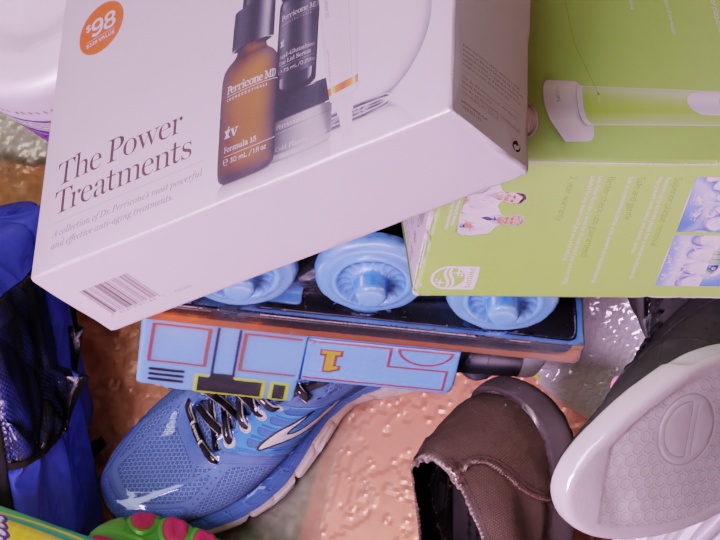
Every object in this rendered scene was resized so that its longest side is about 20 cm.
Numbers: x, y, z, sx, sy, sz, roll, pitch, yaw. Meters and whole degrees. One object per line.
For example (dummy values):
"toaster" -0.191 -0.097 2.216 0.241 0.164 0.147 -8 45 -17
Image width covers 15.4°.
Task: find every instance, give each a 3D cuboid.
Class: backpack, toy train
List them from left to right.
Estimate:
"backpack" -0.193 0.074 1.215 0.162 0.168 0.201 -1 107 24
"toy train" 0.000 0.000 1.092 0.199 0.114 0.087 5 52 -6

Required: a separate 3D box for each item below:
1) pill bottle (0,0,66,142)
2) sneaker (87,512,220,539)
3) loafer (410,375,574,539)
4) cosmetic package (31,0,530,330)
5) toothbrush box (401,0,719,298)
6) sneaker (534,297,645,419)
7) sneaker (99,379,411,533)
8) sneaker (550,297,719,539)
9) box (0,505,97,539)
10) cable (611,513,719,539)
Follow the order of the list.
"pill bottle" -0.101 -0.097 1.203 0.111 0.200 0.112 -8 70 22
"sneaker" -0.043 0.183 1.173 0.200 0.077 0.084 32 126 20
"loafer" 0.045 0.144 1.094 0.073 0.071 0.201 14 115 47
"cosmetic package" -0.030 -0.079 0.991 0.200 0.052 0.151 -21 50 33
"toothbrush box" 0.114 -0.070 1.038 0.199 0.086 0.146 -1 52 -10
"sneaker" 0.080 -0.029 1.181 0.076 0.105 0.200 -29 94 16
"sneaker" -0.041 0.045 1.195 0.200 0.089 0.079 -38 62 9
"sneaker" 0.128 0.036 1.074 0.200 0.071 0.099 -34 36 -29
"box" -0.214 0.140 1.132 0.199 0.048 0.118 19 121 -2
"cable" 0.196 0.149 1.071 0.200 0.069 0.200 40 92 29
